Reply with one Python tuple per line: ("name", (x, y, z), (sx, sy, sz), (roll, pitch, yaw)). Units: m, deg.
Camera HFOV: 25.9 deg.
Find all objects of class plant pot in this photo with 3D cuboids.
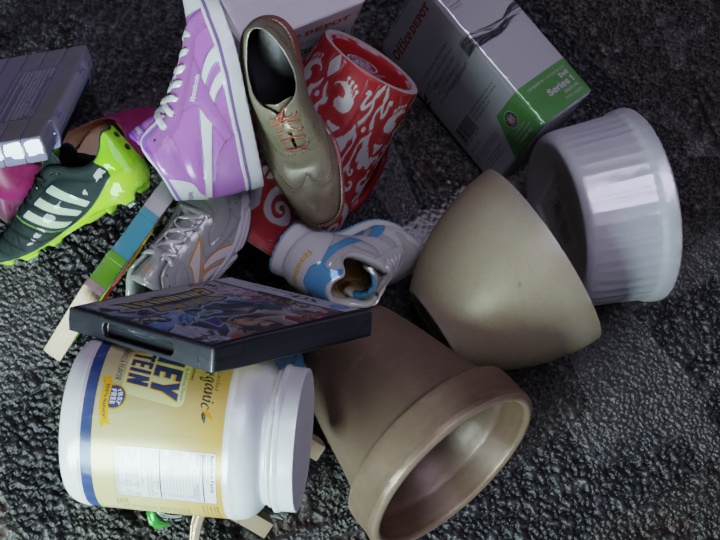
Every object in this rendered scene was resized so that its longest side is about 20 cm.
("plant pot", (0.037, 0.132, 1.487), (0.199, 0.201, 0.175), (-29, 60, -25))
("plant pot", (0.128, 0.022, 1.554), (0.134, 0.200, 0.201), (-34, 80, -5))

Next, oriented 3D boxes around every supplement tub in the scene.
("supplement tub", (-0.144, 0.135, 1.335), (0.197, 0.145, 0.146), (4, 66, 5))

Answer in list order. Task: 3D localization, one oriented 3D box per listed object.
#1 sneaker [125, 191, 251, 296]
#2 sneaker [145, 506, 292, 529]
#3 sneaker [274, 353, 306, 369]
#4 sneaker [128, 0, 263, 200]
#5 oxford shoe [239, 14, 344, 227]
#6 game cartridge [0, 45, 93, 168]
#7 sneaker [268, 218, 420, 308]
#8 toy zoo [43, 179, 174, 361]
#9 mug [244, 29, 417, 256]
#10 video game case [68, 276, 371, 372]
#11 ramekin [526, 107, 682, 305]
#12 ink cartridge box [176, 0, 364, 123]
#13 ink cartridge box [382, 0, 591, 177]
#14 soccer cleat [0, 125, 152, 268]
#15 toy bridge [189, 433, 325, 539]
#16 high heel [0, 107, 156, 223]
("sneaker", (-0.170, -0.013, 1.469), (0.075, 0.092, 0.202), (23, 97, 30))
("sneaker", (-0.157, 0.203, 1.455), (0.198, 0.078, 0.086), (14, 80, -8))
("sneaker", (-0.152, 0.084, 1.463), (0.197, 0.078, 0.091), (-11, 107, -3))
("sneaker", (-0.161, -0.163, 1.421), (0.113, 0.073, 0.203), (-11, 92, -5))
("oxford shoe", (-0.069, -0.131, 1.423), (0.070, 0.075, 0.202), (-20, 97, 10))
("game cartridge", (-0.331, -0.151, 1.482), (0.128, 0.039, 0.201), (-4, 32, 7))
("sneaker", (0.000, 0.000, 1.508), (0.081, 0.077, 0.199), (36, 24, 30))
("toy zoo", (-0.222, -0.018, 1.470), (0.020, 0.131, 0.201), (35, 50, -6))
("mug", (-0.037, -0.128, 1.542), (0.133, 0.201, 0.178), (33, 20, 0))
("video game case", (-0.120, 0.044, 1.360), (0.199, 0.179, 0.026), (-10, 108, -49))
("ramekin", (0.244, -0.059, 1.608), (0.097, 0.201, 0.203), (-11, 71, -12))
("ink cartridge box", (-0.095, -0.230, 1.570), (0.146, 0.200, 0.083), (-25, 77, -23))
("ink cartridge box", (0.129, -0.215, 1.661), (0.084, 0.146, 0.201), (-35, 82, -27))
("soccer cleat", (-0.283, -0.069, 1.467), (0.082, 0.199, 0.068), (58, 26, -12))
("toy bridge", (-0.110, 0.217, 1.417), (0.067, 0.027, 0.201), (32, 94, -19))
("high heel", (-0.275, -0.123, 1.527), (0.199, 0.097, 0.067), (-38, 67, -26))
